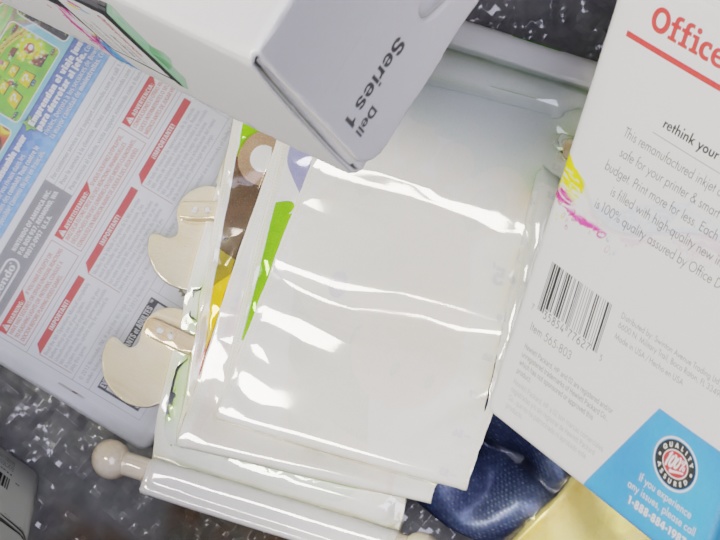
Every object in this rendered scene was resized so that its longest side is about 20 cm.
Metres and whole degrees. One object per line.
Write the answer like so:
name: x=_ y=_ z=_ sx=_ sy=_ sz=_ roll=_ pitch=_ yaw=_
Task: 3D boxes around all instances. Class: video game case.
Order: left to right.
video game case: x=-0.122 y=-0.050 z=1.014 sx=0.199 sy=0.018 sz=0.144 roll=32 pitch=93 yaw=-7

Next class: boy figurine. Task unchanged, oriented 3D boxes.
boy figurine: x=0.092 y=0.091 z=1.021 sx=0.200 sy=0.064 sz=0.125 roll=40 pitch=91 yaw=-8

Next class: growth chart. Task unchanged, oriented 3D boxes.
growth chart: x=0.000 y=0.000 z=0.985 sx=0.144 sy=0.018 sz=0.201 roll=24 pitch=86 yaw=16

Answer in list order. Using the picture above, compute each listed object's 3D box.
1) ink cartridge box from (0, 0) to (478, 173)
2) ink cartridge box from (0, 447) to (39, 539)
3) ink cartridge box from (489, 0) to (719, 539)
ink cartridge box: x=-0.051 y=-0.141 z=0.917 sx=0.199 sy=0.084 sz=0.145 roll=27 pitch=81 yaw=31
ink cartridge box: x=-0.185 y=0.074 z=0.928 sx=0.144 sy=0.200 sz=0.084 roll=36 pitch=92 yaw=-6
ink cartridge box: x=0.123 y=-0.021 z=0.904 sx=0.068 sy=0.115 sz=0.201 roll=2 pitch=113 yaw=-37
